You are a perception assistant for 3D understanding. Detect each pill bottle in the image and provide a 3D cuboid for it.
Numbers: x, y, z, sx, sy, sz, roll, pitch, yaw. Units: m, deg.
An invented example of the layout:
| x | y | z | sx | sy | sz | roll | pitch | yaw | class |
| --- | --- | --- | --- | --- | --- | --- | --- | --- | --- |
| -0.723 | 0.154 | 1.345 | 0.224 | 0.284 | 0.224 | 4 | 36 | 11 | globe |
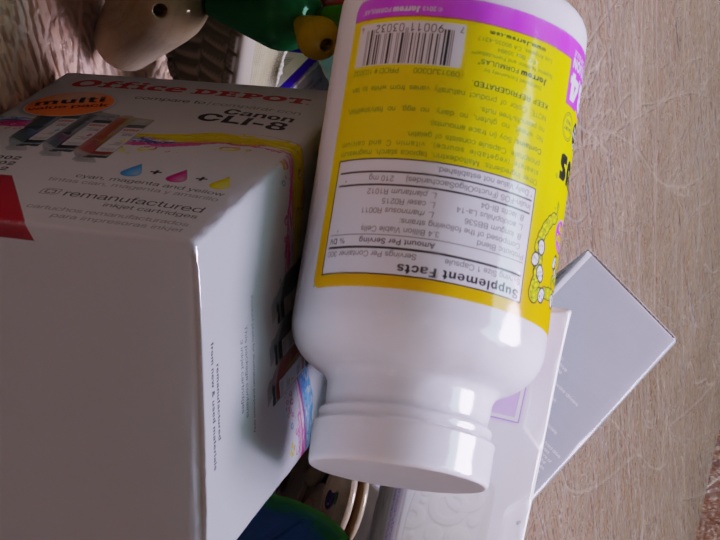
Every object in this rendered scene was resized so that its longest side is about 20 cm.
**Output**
| x | y | z | sx | sy | sz | roll | pitch | yaw | class |
| --- | --- | --- | --- | --- | --- | --- | --- | --- | --- |
| 0.030 | -0.015 | 0.923 | 0.104 | 0.104 | 0.200 | 45 | 52 | -69 | pill bottle |

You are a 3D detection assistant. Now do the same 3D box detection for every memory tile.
| x | y | z | sx | sy | sz | roll | pitch | yaw | class |
| --- | --- | --- | --- | --- | --- | --- | --- | --- | --- |
| -0.030 | 0.165 | 1.255 | 0.153 | 0.017 | 0.200 | 131 | -29 | -61 | memory tile |

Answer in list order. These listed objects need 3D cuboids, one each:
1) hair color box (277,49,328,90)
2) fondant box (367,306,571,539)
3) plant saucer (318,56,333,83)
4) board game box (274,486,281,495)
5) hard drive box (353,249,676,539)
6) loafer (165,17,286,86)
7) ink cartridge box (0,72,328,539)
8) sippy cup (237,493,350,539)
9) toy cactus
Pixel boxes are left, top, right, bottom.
| x | y | z | sx | sy | sz | roll | pitch | yaw | class |
| --- | --- | --- | --- | --- | --- | --- | --- | --- | --- |
| -0.054 | -0.014 | 1.226 | 0.109 | 0.065 | 0.200 | -53 | 147 | -61 | hair color box |
| 0.042 | 0.098 | 1.053 | 0.200 | 0.058 | 0.145 | 114 | -11 | -78 | fondant box |
| 0.049 | -0.075 | 1.236 | 0.200 | 0.036 | 0.200 | 47 | 17 | -18 | plant saucer |
| -0.059 | 0.147 | 1.350 | 0.200 | 0.019 | 0.103 | -65 | 154 | -47 | board game box |
| 0.070 | 0.099 | 1.325 | 0.200 | 0.077 | 0.156 | -44 | 180 | -26 | hard drive box |
| -0.044 | -0.162 | 1.094 | 0.068 | 0.076 | 0.200 | -3 | 112 | -37 | loafer |
| -0.096 | 0.014 | 0.948 | 0.200 | 0.145 | 0.145 | -49 | 142 | -64 | ink cartridge box |
| -0.071 | 0.195 | 1.124 | 0.178 | 0.139 | 0.131 | -46 | 143 | -60 | sippy cup |
| -0.074 | -0.145 | 1.002 | 0.165 | 0.200 | 0.102 | -37 | -142 | 53 | toy cactus |
